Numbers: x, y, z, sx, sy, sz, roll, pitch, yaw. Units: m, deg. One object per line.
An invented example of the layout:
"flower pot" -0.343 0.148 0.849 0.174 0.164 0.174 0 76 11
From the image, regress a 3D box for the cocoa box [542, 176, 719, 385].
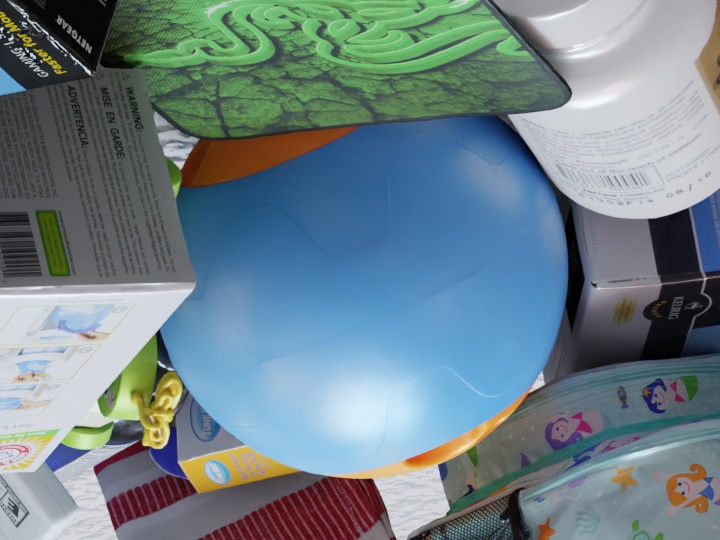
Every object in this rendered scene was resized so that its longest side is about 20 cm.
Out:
"cocoa box" 0.162 -0.016 1.437 0.131 0.134 0.200 -7 156 -5

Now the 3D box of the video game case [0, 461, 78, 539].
"video game case" -0.242 0.085 1.486 0.023 0.200 0.182 -34 173 -35

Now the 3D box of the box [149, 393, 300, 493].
"box" -0.027 0.050 1.536 0.200 0.119 0.042 -12 142 8

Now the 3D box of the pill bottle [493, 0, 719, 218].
"pill bottle" 0.106 -0.110 1.233 0.114 0.115 0.200 -14 155 14

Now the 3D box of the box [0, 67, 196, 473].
"box" -0.167 0.005 1.235 0.101 0.113 0.200 -1 153 -30

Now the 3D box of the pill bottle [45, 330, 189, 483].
"pill bottle" -0.161 0.052 1.517 0.112 0.112 0.200 13 148 -40

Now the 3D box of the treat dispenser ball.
"treat dispenser ball" 0.000 0.000 1.338 0.201 0.201 0.201 -7 156 -3

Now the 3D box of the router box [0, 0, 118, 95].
"router box" -0.209 -0.136 1.058 0.149 0.051 0.200 -8 144 35

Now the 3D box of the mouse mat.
"mouse mat" -0.029 -0.097 1.162 0.200 0.008 0.161 -5 153 30

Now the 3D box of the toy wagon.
"toy wagon" -0.122 0.008 1.317 0.040 0.200 0.155 6 122 -19

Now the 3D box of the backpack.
"backpack" 0.142 0.123 1.383 0.177 0.151 0.200 -3 167 -38

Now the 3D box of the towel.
"towel" -0.072 0.114 1.547 0.144 0.200 0.023 -26 141 1
